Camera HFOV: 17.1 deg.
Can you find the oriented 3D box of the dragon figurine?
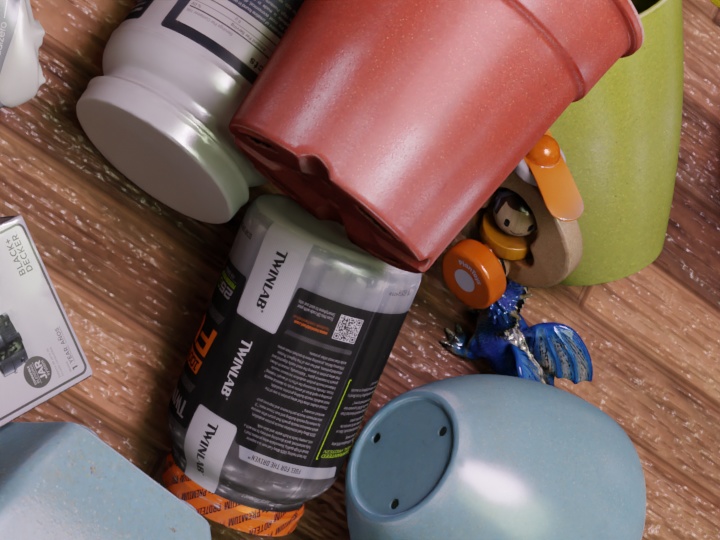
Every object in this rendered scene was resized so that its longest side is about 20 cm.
[{"bbox_3d":[0.122,0.069,1.688,0.059,0.099,0.201,-40,109,-24],"label":"dragon figurine"}]

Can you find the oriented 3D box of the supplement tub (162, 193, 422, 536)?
[{"bbox_3d":[-0.050,0.062,1.550,0.122,0.123,0.201,16,105,-29],"label":"supplement tub"}]

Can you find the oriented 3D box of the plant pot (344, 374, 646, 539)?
[{"bbox_3d":[0.066,0.148,1.564,0.135,0.200,0.201,36,72,-40],"label":"plant pot"}]

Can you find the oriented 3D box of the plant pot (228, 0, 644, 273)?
[{"bbox_3d":[0.034,-0.118,1.443,0.201,0.201,0.196,41,81,-24],"label":"plant pot"}]

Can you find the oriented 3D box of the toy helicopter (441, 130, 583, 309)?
[{"bbox_3d":[0.081,-0.079,1.567,0.079,0.132,0.201,-35,95,-31],"label":"toy helicopter"}]

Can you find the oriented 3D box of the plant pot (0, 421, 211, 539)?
[{"bbox_3d":[-0.204,0.202,1.449,0.196,0.196,0.201,39,67,-24],"label":"plant pot"}]

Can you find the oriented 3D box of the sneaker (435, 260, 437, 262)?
[{"bbox_3d":[0.000,0.000,1.623,0.078,0.089,0.201,12,85,-29],"label":"sneaker"}]

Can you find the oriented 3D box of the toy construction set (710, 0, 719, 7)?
[{"bbox_3d":[0.199,-0.270,1.711,0.092,0.131,0.201,-25,95,-28],"label":"toy construction set"}]

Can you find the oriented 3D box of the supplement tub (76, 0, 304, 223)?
[{"bbox_3d":[-0.077,-0.145,1.549,0.140,0.140,0.200,44,70,-23],"label":"supplement tub"}]

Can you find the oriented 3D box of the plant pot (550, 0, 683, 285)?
[{"bbox_3d":[0.148,-0.098,1.676,0.187,0.187,0.201,-28,118,-27],"label":"plant pot"}]

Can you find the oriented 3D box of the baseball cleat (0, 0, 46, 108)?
[{"bbox_3d":[-0.255,-0.196,1.487,0.106,0.070,0.201,-14,94,-25],"label":"baseball cleat"}]

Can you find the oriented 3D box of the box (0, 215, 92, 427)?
[{"bbox_3d":[-0.279,0.059,1.476,0.200,0.060,0.117,-31,105,-27],"label":"box"}]
